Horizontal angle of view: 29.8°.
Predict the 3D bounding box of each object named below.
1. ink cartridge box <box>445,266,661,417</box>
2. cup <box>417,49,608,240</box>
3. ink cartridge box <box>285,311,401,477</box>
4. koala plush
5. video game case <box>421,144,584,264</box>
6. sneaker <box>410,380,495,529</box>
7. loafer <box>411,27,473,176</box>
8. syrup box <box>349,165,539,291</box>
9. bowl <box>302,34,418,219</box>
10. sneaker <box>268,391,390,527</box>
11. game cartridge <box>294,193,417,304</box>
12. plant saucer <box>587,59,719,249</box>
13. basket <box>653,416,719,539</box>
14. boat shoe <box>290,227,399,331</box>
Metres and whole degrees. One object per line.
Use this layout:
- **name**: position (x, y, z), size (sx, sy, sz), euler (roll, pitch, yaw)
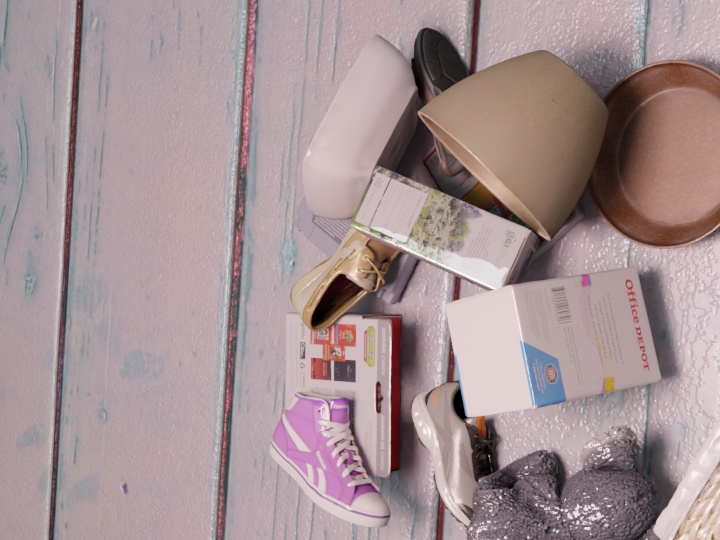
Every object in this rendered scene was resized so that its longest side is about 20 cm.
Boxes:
- **ink cartridge box**: position (0.215, 0.076, 1.453), size (0.125, 0.200, 0.129), euler (-20, 79, 57)
- **cup**: position (0.181, -0.152, 1.459), size (0.143, 0.200, 0.200), euler (-47, 57, 3)
- **ink cartridge box**: position (-0.006, 0.154, 1.714), size (0.175, 0.084, 0.201), euler (1, 91, 40)
- **koala plush**: position (0.233, 0.269, 1.456), size (0.200, 0.184, 0.178), euler (-22, 75, 27)
- **video game case**: position (0.165, -0.100, 1.609), size (0.143, 0.017, 0.200), euler (-44, 62, 32)
- **sneaker**: position (0.127, 0.223, 1.603), size (0.079, 0.074, 0.201), euler (-36, 66, 30)
- **loafer**: position (0.094, -0.203, 1.626), size (0.063, 0.072, 0.200), euler (-46, 47, 39)
- **syrup box**: position (0.097, -0.042, 1.552), size (0.200, 0.081, 0.079), euler (24, 89, 17)
- **bowl**: position (0.010, -0.160, 1.626), size (0.075, 0.200, 0.200), euler (25, 74, 9)
- **sneaker**: position (-0.028, 0.219, 1.634), size (0.200, 0.073, 0.115), euler (35, 109, 34)
- **game cartridge**: position (0.004, -0.064, 1.741), size (0.200, 0.040, 0.134), euler (40, 119, 34)
- **plant saucer**: position (0.334, -0.123, 1.447), size (0.200, 0.037, 0.201), euler (-1, 88, 42)
- **basket**: position (0.418, 0.198, 1.264), size (0.161, 0.198, 0.200), euler (36, 112, 32)
- **boat shoe**: position (0.000, 0.000, 1.653), size (0.200, 0.074, 0.066), euler (-45, 41, 20)
